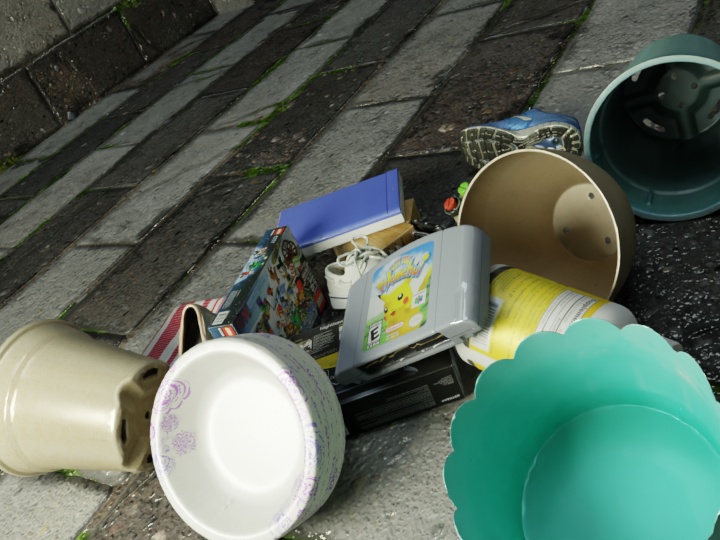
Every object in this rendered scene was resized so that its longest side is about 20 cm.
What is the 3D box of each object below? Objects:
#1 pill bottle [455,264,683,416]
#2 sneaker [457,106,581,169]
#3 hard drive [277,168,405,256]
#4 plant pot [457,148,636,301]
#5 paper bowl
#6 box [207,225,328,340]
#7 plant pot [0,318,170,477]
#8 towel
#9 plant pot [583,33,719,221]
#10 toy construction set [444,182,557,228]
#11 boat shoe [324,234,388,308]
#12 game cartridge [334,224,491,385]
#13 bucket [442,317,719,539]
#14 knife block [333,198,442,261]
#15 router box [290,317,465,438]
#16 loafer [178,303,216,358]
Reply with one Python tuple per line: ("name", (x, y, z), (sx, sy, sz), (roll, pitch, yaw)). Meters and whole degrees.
("pill bottle", (0.198, 0.074, 0.695), (0.199, 0.112, 0.111), (23, 55, 40))
("sneaker", (0.252, -0.209, 1.134), (0.197, 0.080, 0.089), (2, 33, 26))
("hard drive", (-0.032, -0.081, 1.062), (0.197, 0.026, 0.133), (-19, 32, 13))
("plant pot", (0.227, -0.043, 0.808), (0.199, 0.204, 0.133), (9, 20, 44))
("paper bowl", (-0.108, 0.166, 0.733), (0.198, 0.204, 0.104), (-11, -3, 24))
("box", (-0.112, 0.056, 0.932), (0.037, 0.138, 0.201), (-11, 34, 26))
("plant pot", (-0.331, 0.170, 0.899), (0.181, 0.202, 0.201), (4, 40, 22))
("towel", (-0.257, 0.097, 1.025), (0.199, 0.023, 0.145), (-11, 41, 49))
("plant pot", (0.397, -0.198, 0.902), (0.198, 0.202, 0.196), (-5, 28, 30))
("toy construction set", (0.190, -0.093, 0.977), (0.131, 0.092, 0.201), (-46, 19, 15))
("boat shoe", (0.004, -0.002, 0.922), (0.074, 0.087, 0.201), (-23, 6, -21))
("game cartridge", (0.051, 0.034, 0.754), (0.199, 0.040, 0.135), (-29, 36, 40))
("bucket", (0.175, 0.155, 0.527), (0.205, 0.135, 0.210), (-19, 49, 24))
("knife block", (0.034, -0.020, 1.009), (0.197, 0.065, 0.177), (-13, 33, 20))
("router box", (0.012, 0.111, 0.841), (0.197, 0.053, 0.158), (-20, 31, 10))
("loafer", (-0.201, 0.137, 0.874), (0.071, 0.063, 0.203), (-13, 60, 13))
